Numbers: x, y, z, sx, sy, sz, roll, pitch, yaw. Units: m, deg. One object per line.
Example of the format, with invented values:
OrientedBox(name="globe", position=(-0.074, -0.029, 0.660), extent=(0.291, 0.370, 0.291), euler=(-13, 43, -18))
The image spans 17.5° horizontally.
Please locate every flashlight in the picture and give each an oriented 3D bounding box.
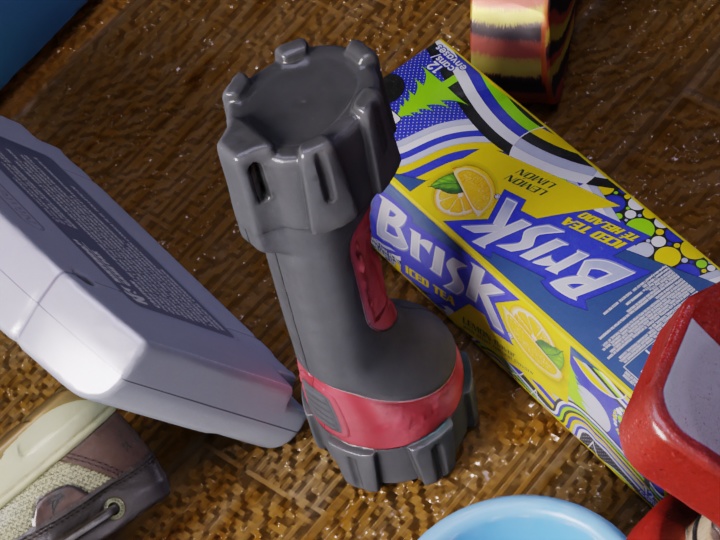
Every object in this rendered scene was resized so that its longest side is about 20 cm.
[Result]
OrientedBox(name="flashlight", position=(0.000, 0.000, 0.831), extent=(0.067, 0.201, 0.068), euler=(-4, 51, 6))

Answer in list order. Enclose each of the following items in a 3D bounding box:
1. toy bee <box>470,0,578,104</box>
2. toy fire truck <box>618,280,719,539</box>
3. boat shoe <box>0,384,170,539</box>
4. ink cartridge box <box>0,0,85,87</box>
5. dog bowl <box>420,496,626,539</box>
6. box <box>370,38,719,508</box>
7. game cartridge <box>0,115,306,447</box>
OrientedBox(name="toy bee", position=(0.073, -0.177, 1.014), extent=(0.130, 0.109, 0.201), euler=(-12, 51, 4))
OrientedBox(name="toy fire truck", position=(0.186, 0.069, 0.777), extent=(0.199, 0.112, 0.168), euler=(33, 45, -1))
OrientedBox(name="boat shoe", position=(-0.152, 0.126, 0.848), extent=(0.065, 0.073, 0.200), euler=(44, 83, 1))
OrientedBox(name="ink cartridge box", position=(-0.206, -0.203, 1.020), extent=(0.146, 0.201, 0.146), euler=(26, 61, 27))
OrientedBox(name="dog bowl", position=(0.057, 0.164, 0.779), extent=(0.111, 0.050, 0.201), euler=(-5, 52, 7))
OrientedBox(name="box", position=(0.072, -0.001, 0.900), extent=(0.064, 0.070, 0.200), euler=(-34, 54, -17))
OrientedBox(name="game cartridge", position=(-0.120, -0.007, 0.908), extent=(0.200, 0.133, 0.042), euler=(42, 105, 34))
